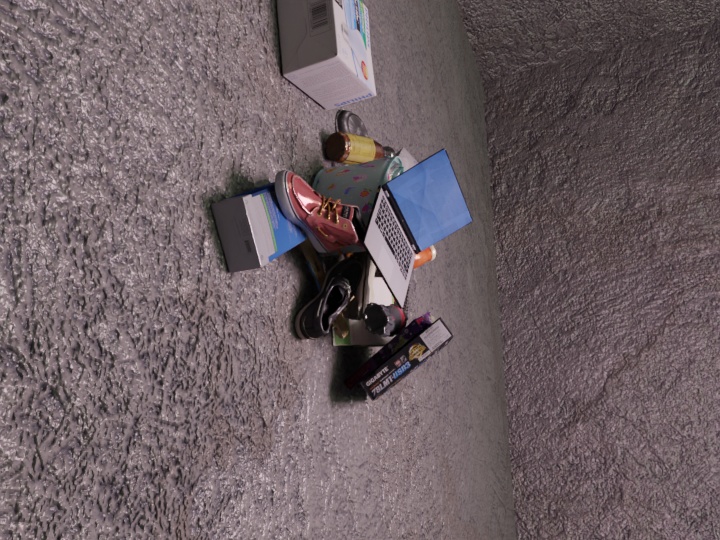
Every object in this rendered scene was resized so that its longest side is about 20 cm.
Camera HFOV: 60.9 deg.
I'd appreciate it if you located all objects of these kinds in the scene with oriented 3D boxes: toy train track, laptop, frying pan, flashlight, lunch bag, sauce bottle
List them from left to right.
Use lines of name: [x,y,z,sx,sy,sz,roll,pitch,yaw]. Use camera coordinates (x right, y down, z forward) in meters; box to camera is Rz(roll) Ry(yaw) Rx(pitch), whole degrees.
toy train track: [-0.074,0.033,1.138,0.114,0.032,0.204,-40,115,-43]
lunch bag: [-0.006,-0.136,1.185,0.203,0.166,0.123,-75,147,-40]
frying pan: [0.003,-0.284,1.415,0.192,0.030,0.116,58,36,-20]
sauce bottle: [0.005,-0.261,1.346,0.198,0.065,0.068,-3,85,-54]
flashlight: [0.047,0.093,1.193,0.200,0.066,0.070,32,75,-73]
laptop: [0.108,-0.070,1.090,0.188,0.113,0.203,57,40,-43]

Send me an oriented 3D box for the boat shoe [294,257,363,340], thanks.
boat shoe: [-0.039,0.048,1.103,0.201,0.062,0.074,-51,121,-38]

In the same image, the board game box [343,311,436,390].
board game box: [0.061,0.161,1.235,0.033,0.200,0.120,52,18,15]

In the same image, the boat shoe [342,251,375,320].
boat shoe: [-0.001,-0.001,1.228,0.072,0.059,0.207,61,32,-68]

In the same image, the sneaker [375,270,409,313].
sneaker: [0.062,0.052,1.429,0.069,0.093,0.204,-12,120,-33]

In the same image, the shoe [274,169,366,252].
shoe: [-0.058,-0.098,0.985,0.201,0.089,0.073,54,34,-54]

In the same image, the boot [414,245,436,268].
boot: [0.078,-0.058,1.356,0.105,0.199,0.077,-17,125,-30]

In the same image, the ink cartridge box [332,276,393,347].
ink cartridge box: [-0.004,0.086,1.286,0.197,0.047,0.150,5,76,-45]

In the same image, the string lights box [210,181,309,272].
string lights box: [-0.145,-0.077,0.956,0.200,0.058,0.105,-42,121,-66]

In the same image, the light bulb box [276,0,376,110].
light bulb box: [-0.065,-0.458,1.218,0.199,0.122,0.204,13,70,-67]

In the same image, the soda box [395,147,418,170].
soda box: [0.075,-0.200,1.419,0.063,0.068,0.202,42,42,-14]

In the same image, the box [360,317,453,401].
box: [0.092,0.184,1.229,0.050,0.197,0.200,53,-3,12]

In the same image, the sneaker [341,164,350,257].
sneaker: [-0.006,-0.127,1.315,0.078,0.076,0.205,-21,101,-66]
